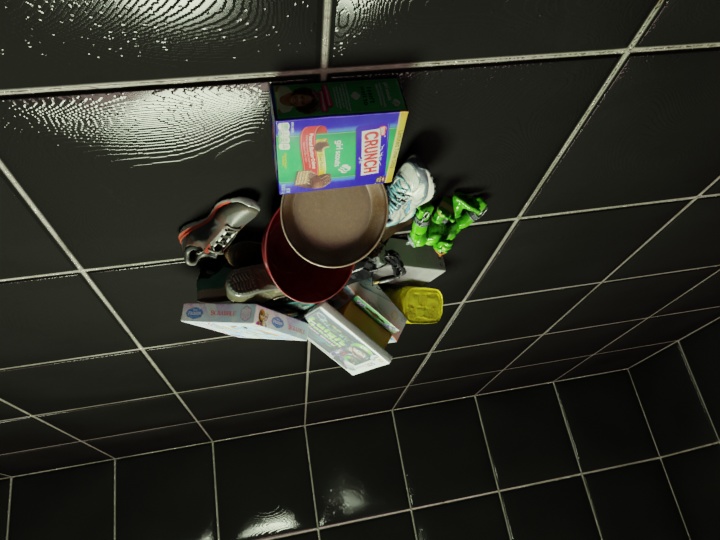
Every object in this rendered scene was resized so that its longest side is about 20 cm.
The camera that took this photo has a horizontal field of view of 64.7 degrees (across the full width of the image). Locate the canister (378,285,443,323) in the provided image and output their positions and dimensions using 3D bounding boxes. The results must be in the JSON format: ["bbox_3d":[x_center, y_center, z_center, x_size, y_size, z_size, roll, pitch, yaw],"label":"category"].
[{"bbox_3d":[0.090,0.082,1.446,0.146,0.090,0.197,4,179,-42],"label":"canister"}]

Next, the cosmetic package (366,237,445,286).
[{"bbox_3d":[0.093,-0.019,1.342,0.195,0.073,0.101,5,153,-34],"label":"cosmetic package"}]

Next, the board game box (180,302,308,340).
[{"bbox_3d":[-0.242,0.111,1.216,0.194,0.042,0.199,-1,164,27],"label":"board game box"}]

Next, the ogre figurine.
[{"bbox_3d":[0.172,-0.101,1.184,0.199,0.098,0.121,-36,166,-46],"label":"ogre figurine"}]

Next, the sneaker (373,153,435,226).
[{"bbox_3d":[0.073,-0.131,1.044,0.085,0.078,0.201,-30,166,-22],"label":"sneaker"}]

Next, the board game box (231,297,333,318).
[{"bbox_3d":[-0.173,0.082,1.280,0.194,0.029,0.135,-10,161,20],"label":"board game box"}]

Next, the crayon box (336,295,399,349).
[{"bbox_3d":[-0.013,0.141,1.294,0.125,0.052,0.199,39,149,-8],"label":"crayon box"}]

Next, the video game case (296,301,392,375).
[{"bbox_3d":[-0.047,0.157,1.274,0.199,0.024,0.181,40,148,-11],"label":"video game case"}]

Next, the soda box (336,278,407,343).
[{"bbox_3d":[0.019,0.076,1.295,0.063,0.069,0.201,-14,125,47],"label":"soda box"}]

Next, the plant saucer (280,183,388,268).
[{"bbox_3d":[-0.047,-0.108,1.016,0.194,0.207,0.037,-7,-163,-11],"label":"plant saucer"}]

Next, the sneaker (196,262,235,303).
[{"bbox_3d":[-0.262,0.017,1.241,0.193,0.082,0.072,-7,165,-3],"label":"sneaker"}]

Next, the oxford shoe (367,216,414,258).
[{"bbox_3d":[0.037,-0.068,1.201,0.197,0.087,0.072,-27,150,27],"label":"oxford shoe"}]

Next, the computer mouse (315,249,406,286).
[{"bbox_3d":[0.000,0.000,1.189,0.195,0.047,0.140,-19,158,15],"label":"computer mouse"}]

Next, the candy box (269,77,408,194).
[{"bbox_3d":[-0.037,-0.205,0.882,0.194,0.079,0.170,-9,152,-11],"label":"candy box"}]

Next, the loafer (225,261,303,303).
[{"bbox_3d":[-0.186,0.022,1.147,0.195,0.077,0.069,-6,160,-35],"label":"loafer"}]

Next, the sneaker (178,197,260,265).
[{"bbox_3d":[-0.261,-0.066,1.070,0.197,0.084,0.076,-26,152,29],"label":"sneaker"}]

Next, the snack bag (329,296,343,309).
[{"bbox_3d":[-0.101,0.088,1.375,0.194,0.022,0.188,9,155,-22],"label":"snack bag"}]

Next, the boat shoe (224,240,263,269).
[{"bbox_3d":[-0.196,-0.029,1.208,0.196,0.078,0.073,11,179,-39],"label":"boat shoe"}]

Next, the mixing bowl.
[{"bbox_3d":[-0.114,-0.046,1.092,0.196,0.207,0.107,6,180,-35],"label":"mixing bowl"}]
